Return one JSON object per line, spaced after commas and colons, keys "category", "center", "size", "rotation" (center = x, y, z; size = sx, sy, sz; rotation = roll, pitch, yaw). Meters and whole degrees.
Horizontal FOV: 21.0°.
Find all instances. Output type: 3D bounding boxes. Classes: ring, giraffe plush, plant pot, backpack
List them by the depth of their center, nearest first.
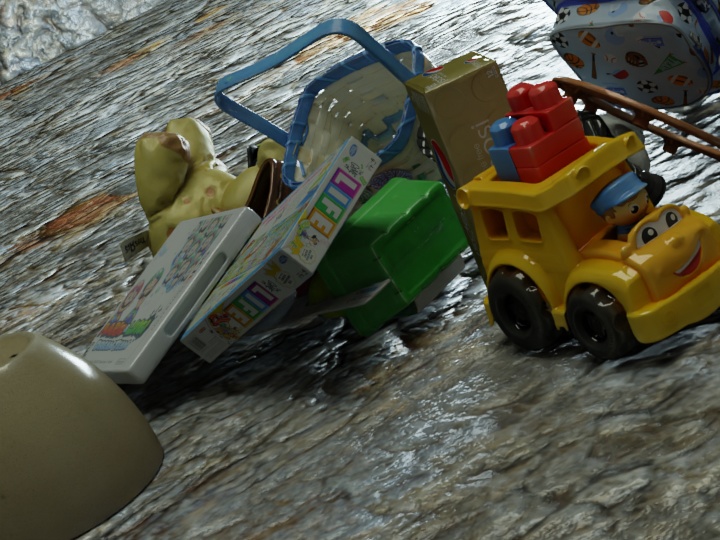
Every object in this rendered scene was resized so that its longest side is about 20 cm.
{"category": "plant pot", "center": [-0.278, 0.129, 1.568], "size": [0.200, 0.135, 0.200], "rotation": [-21, 18, 7]}
{"category": "ring", "center": [0.251, -0.117, 1.632], "size": [0.019, 0.200, 0.200], "rotation": [-66, 21, 3]}
{"category": "backpack", "center": [0.274, -0.232, 1.767], "size": [0.199, 0.190, 0.155], "rotation": [5, 70, 41]}
{"category": "giraffe plush", "center": [-0.131, -0.066, 1.946], "size": [0.162, 0.173, 0.200], "rotation": [-7, 31, 21]}

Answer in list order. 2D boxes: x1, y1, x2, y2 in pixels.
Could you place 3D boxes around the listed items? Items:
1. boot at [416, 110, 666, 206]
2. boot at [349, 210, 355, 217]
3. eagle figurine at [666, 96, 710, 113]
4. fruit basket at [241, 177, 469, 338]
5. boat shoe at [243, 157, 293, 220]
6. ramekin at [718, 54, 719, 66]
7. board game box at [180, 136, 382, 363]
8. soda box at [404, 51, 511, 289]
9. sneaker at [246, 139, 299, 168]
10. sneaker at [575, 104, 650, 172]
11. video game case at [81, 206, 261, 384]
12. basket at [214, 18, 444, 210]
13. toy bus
{"category": "boot", "center": [0.154, -0.089, 1.687], "size": [0.199, 0.132, 0.070], "rotation": [14, 76, 37]}
{"category": "boot", "center": [0.011, -0.070, 1.934], "size": [0.201, 0.071, 0.144], "rotation": [-35, 6, -9]}
{"category": "eagle figurine", "center": [0.348, -0.242, 1.958], "size": [0.152, 0.151, 0.200], "rotation": [43, 22, 28]}
{"category": "fruit basket", "center": [0.000, 0.000, 1.695], "size": [0.185, 0.094, 0.200], "rotation": [-43, 10, -38]}
{"category": "boat shoe", "center": [-0.104, -0.018, 1.811], "size": [0.072, 0.068, 0.201], "rotation": [-15, 41, 47]}
{"category": "ramekin", "center": [0.415, -0.168, 1.654], "size": [0.200, 0.098, 0.201], "rotation": [-20, 19, 7]}
{"category": "board game box", "center": [-0.068, -0.015, 1.618], "size": [0.200, 0.034, 0.135], "rotation": [-39, 17, 53]}
{"category": "soda box", "center": [0.108, -0.073, 1.581], "size": [0.068, 0.201, 0.064], "rotation": [-25, 18, -7]}
{"category": "sneaker", "center": [-0.091, -0.094, 2.070], "size": [0.072, 0.083, 0.200], "rotation": [-25, 18, -9]}
{"category": "sneaker", "center": [0.231, -0.122, 1.796], "size": [0.080, 0.077, 0.200], "rotation": [-16, 18, -11]}
{"category": "video game case", "center": [-0.180, 0.025, 1.763], "size": [0.182, 0.024, 0.200], "rotation": [-55, 16, -15]}
{"category": "basket", "center": [-0.009, -0.144, 1.758], "size": [0.176, 0.200, 0.140], "rotation": [-22, 44, 42]}
{"category": "toy bus", "center": [0.170, -0.048, 1.453], "size": [0.135, 0.193, 0.200], "rotation": [-30, 21, -29]}
